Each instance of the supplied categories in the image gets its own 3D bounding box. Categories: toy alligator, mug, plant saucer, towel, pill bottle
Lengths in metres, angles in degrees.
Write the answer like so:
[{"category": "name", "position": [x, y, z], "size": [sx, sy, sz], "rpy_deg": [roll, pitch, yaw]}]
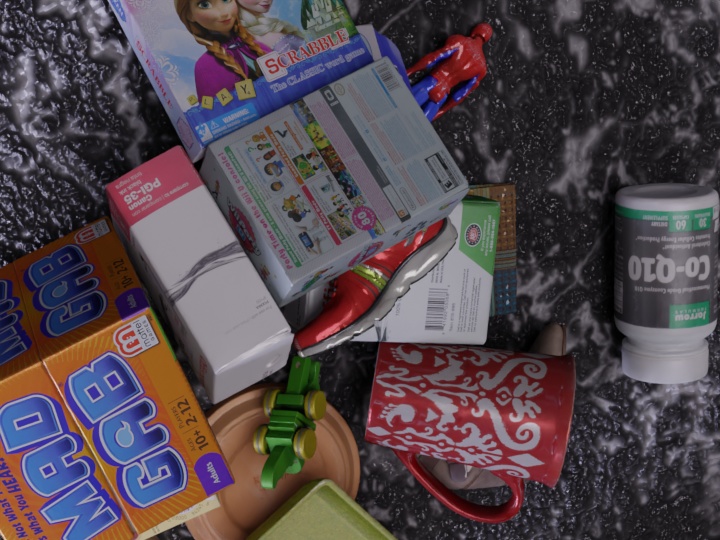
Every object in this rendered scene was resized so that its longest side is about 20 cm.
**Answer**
[{"category": "toy alligator", "position": [-0.060, 0.134, 1.405], "size": [0.054, 0.059, 0.202], "rpy_deg": [55, 42, -51]}, {"category": "mug", "position": [0.105, 0.157, 1.399], "size": [0.197, 0.134, 0.180], "rpy_deg": [10, 79, 1]}, {"category": "plant saucer", "position": [-0.093, 0.219, 1.446], "size": [0.197, 0.032, 0.203], "rpy_deg": [-4, 103, -19]}, {"category": "plant saucer", "position": [-0.061, 0.316, 1.441], "size": [0.200, 0.048, 0.200], "rpy_deg": [-42, 128, 2]}, {"category": "towel", "position": [0.073, -0.015, 1.461], "size": [0.197, 0.022, 0.149], "rpy_deg": [-6, 103, -19]}, {"category": "pill bottle", "position": [0.332, 0.012, 1.506], "size": [0.111, 0.113, 0.203], "rpy_deg": [-7, 104, -17]}]

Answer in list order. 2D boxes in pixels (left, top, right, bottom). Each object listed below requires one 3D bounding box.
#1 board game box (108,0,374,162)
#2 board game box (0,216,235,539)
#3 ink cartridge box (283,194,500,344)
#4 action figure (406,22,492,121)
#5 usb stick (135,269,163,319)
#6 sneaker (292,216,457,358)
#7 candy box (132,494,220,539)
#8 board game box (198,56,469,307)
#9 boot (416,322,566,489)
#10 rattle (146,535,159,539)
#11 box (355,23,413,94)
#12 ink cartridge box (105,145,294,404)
[{"category": "board game box", "position": [-0.113, -0.230, 1.278], "size": [0.198, 0.041, 0.201], "rpy_deg": [-28, 86, -25]}, {"category": "board game box", "position": [-0.259, 0.112, 1.250], "size": [0.198, 0.200, 0.202], "rpy_deg": [-26, 121, -8]}, {"category": "ink cartridge box", "position": [0.030, -0.007, 1.389], "size": [0.197, 0.083, 0.149], "rpy_deg": [3, 99, -21]}, {"category": "action figure", "position": [0.067, -0.177, 1.409], "size": [0.200, 0.052, 0.065], "rpy_deg": [-48, 117, -9]}, {"category": "usb stick", "position": [-0.208, 0.023, 1.364], "size": [0.197, 0.033, 0.056], "rpy_deg": [-9, 111, -17]}, {"category": "sneaker", "position": [0.000, 0.000, 1.305], "size": [0.200, 0.077, 0.085], "rpy_deg": [-44, 100, -17]}, {"category": "candy box", "position": [-0.241, 0.218, 1.334], "size": [0.198, 0.116, 0.056], "rpy_deg": [-23, 114, -5]}, {"category": "board game box", "position": [-0.023, -0.082, 1.249], "size": [0.198, 0.064, 0.149], "rpy_deg": [-28, 80, -23]}, {"category": "boot", "position": [0.132, 0.139, 1.493], "size": [0.144, 0.070, 0.203], "rpy_deg": [15, 85, -10]}, {"category": "rattle", "position": [-0.249, 0.304, 1.319], "size": [0.130, 0.200, 0.143], "rpy_deg": [-47, 112, -4]}, {"category": "box", "position": [-0.046, -0.167, 1.331], "size": [0.198, 0.041, 0.121], "rpy_deg": [-11, 79, -26]}, {"category": "ink cartridge box", "position": [-0.149, 0.008, 1.276], "size": [0.082, 0.147, 0.201], "rpy_deg": [-29, 79, -14]}]
